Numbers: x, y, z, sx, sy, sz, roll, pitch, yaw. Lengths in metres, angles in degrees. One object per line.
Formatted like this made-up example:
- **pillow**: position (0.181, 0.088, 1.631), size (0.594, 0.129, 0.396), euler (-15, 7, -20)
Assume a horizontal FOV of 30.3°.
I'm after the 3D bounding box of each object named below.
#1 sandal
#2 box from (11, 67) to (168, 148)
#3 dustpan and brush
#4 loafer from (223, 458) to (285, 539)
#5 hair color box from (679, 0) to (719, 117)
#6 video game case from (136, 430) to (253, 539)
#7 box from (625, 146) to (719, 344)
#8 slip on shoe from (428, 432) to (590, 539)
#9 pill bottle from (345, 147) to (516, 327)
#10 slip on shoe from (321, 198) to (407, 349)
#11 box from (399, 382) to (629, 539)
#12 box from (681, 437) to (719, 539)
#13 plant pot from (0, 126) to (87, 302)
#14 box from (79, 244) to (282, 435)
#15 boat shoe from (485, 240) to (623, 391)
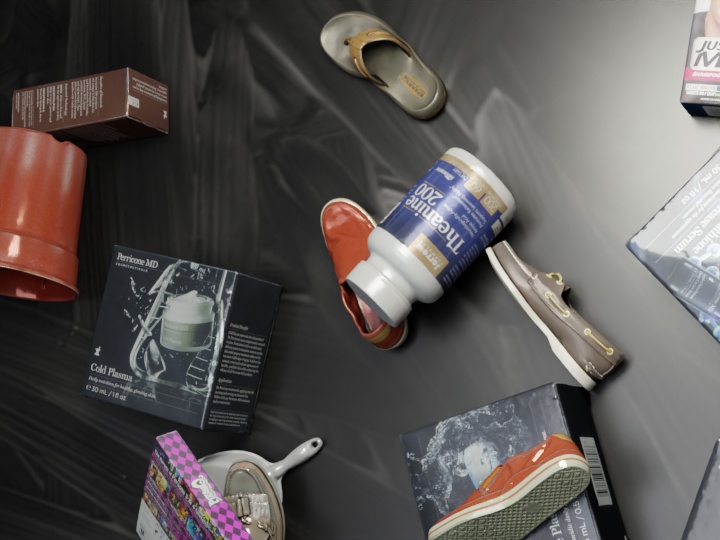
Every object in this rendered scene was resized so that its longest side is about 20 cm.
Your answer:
- **sandal**: position (0.024, -0.261, 1.659), size (0.082, 0.054, 0.200), euler (-49, 65, 11)
- **box**: position (-0.371, -0.218, 1.821), size (0.197, 0.100, 0.076), euler (-4, 80, 25)
- **dustpan and brush**: position (-0.130, 0.269, 1.661), size (0.199, 0.057, 0.140), euler (-37, 79, 23)
- **loafer**: position (-0.128, 0.331, 1.602), size (0.071, 0.063, 0.203), euler (-6, 101, 13)
- **hair color box**: position (0.419, -0.273, 1.464), size (0.099, 0.060, 0.203), euler (8, 85, 26)
- **video game case**: position (-0.202, 0.328, 1.617), size (0.200, 0.035, 0.183), euler (47, 137, 32)
- **box**: position (0.407, -0.003, 1.403), size (0.149, 0.107, 0.200), euler (-46, 67, 12)
- **slip on shoe**: position (0.153, 0.238, 1.390), size (0.199, 0.074, 0.062), euler (-39, 34, 23)
- **pill bottle**: position (0.079, -0.035, 1.538), size (0.111, 0.111, 0.200), euler (40, 82, 25)
- **slip on shoe**: position (0.000, 0.000, 1.620), size (0.074, 0.061, 0.202), euler (-28, 70, 21)
- **box**: position (0.172, 0.250, 1.474), size (0.198, 0.117, 0.199), euler (-22, 73, 23)
- **box**: position (0.427, 0.296, 1.334), size (0.195, 0.117, 0.202), euler (20, 90, 27)
- **plant pot**: position (-0.461, -0.078, 1.804), size (0.198, 0.200, 0.198), euler (2, 74, 26)
- **box**: position (-0.227, 0.089, 1.693), size (0.198, 0.124, 0.199), euler (11, 85, 27)
- **boat shoe**: position (0.219, 0.041, 1.510), size (0.059, 0.072, 0.201), euler (-39, 71, 9)
